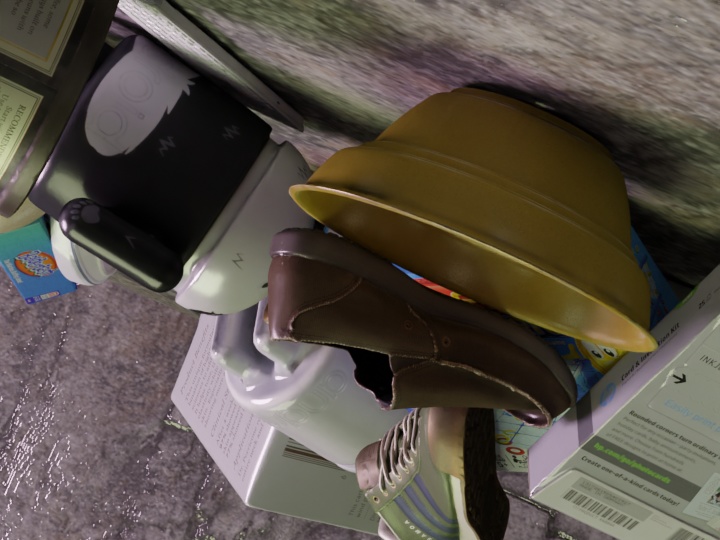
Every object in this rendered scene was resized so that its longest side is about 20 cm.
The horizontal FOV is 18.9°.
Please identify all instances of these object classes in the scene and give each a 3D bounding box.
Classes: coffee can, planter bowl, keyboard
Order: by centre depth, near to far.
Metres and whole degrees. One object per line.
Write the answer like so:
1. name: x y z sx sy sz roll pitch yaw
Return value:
1. planter bowl: 0.071 -0.036 1.085 0.199 0.084 0.200 23 173 3
2. coffee can: -0.237 -0.135 1.091 0.199 0.147 0.146 26 173 -14
3. keyboard: -0.094 -0.125 1.260 0.056 0.011 0.200 20 172 27

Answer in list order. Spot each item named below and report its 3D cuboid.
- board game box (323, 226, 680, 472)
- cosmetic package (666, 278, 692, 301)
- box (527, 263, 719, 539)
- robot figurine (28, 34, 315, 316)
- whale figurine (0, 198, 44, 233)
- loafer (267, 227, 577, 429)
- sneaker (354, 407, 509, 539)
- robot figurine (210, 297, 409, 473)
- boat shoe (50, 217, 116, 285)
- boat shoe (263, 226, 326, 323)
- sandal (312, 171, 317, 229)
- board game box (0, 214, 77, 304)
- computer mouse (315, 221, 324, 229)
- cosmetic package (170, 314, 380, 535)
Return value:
1. board game box: 0.098 0.042 1.278 0.199 0.056 0.196 -2 139 39
2. cosmetic package: 0.148 0.036 1.394 0.199 0.091 0.107 26 173 5
3. box: 0.212 0.085 1.199 0.155 0.041 0.200 26 128 -21
4. robot figurine: -0.122 -0.059 1.304 0.200 0.151 0.125 35 164 -6
5. whale figurine: -0.263 -0.120 1.391 0.200 0.159 0.104 47 -166 -11
6. loafer: 0.027 0.046 1.183 0.199 0.071 0.073 26 167 -20
7. sneaker: 0.036 0.125 1.326 0.089 0.067 0.201 10 149 16
8. robot figurine: -0.014 0.070 1.489 0.169 0.114 0.200 -14 144 41
9. boat shoe: -0.174 -0.057 1.503 0.065 0.074 0.201 18 142 12
10. boat shoe: 0.000 0.000 1.373 0.066 0.074 0.200 41 -152 1
11. sandal: -0.062 -0.038 1.557 0.069 0.078 0.212 23 179 13
12. board game box: -0.258 -0.073 1.581 0.045 0.153 0.200 -16 167 -3
13. computer mouse: 0.062 -0.021 1.489 0.199 0.034 0.059 15 180 11
14. cosmetic package: -0.022 0.083 1.683 0.166 0.168 0.200 15 -165 -27
